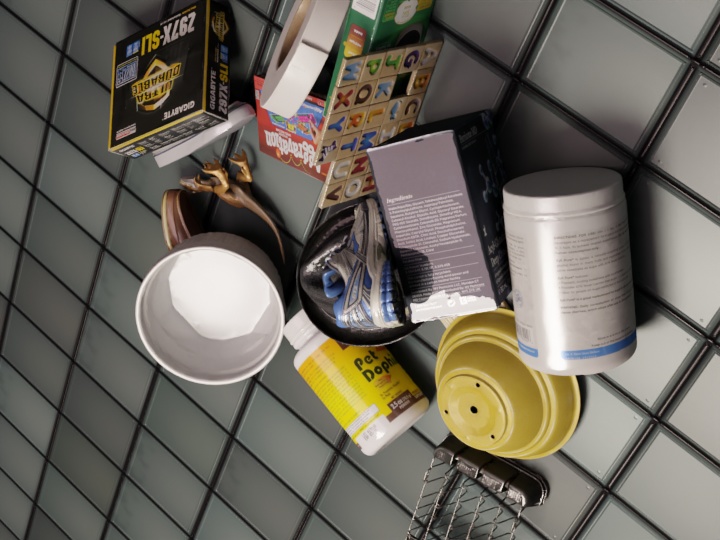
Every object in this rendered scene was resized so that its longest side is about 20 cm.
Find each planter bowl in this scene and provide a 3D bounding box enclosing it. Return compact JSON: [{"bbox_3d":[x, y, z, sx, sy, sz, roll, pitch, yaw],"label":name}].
[{"bbox_3d":[0.153,0.151,1.408,0.200,0.083,0.201,17,119,33],"label":"planter bowl"}]

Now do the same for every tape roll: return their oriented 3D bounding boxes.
[{"bbox_3d":[-0.060,-0.272,1.350,0.037,0.203,0.203,22,130,-15],"label":"tape roll"}]

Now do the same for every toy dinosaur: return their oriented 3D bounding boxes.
[{"bbox_3d":[-0.163,-0.104,1.598,0.200,0.060,0.106,31,149,31],"label":"toy dinosaur"}]

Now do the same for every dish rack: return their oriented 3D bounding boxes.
[{"bbox_3d":[0.135,0.325,1.504,0.153,0.055,0.200,27,110,29],"label":"dish rack"}]

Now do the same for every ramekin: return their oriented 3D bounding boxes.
[{"bbox_3d":[-0.195,0.044,1.595,0.200,0.105,0.201,1,111,2],"label":"ramekin"}]

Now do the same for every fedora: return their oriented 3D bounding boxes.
[{"bbox_3d":[0.000,0.000,1.430,0.200,0.092,0.201,-2,83,21],"label":"fedora"}]

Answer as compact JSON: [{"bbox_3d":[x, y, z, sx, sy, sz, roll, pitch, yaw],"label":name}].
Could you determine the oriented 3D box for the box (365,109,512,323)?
[{"bbox_3d":[0.102,-0.063,1.319,0.107,0.148,0.201,-11,102,24],"label":"box"}]

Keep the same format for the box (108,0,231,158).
[{"bbox_3d":[-0.252,-0.250,1.554,0.200,0.049,0.160,-13,68,41],"label":"box"}]

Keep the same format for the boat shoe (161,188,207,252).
[{"bbox_3d":[-0.224,-0.024,1.665,0.067,0.072,0.201,-11,105,18],"label":"boat shoe"}]

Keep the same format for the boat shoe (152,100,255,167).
[{"bbox_3d":[-0.222,-0.196,1.582,0.200,0.074,0.065,-19,100,40],"label":"boat shoe"}]

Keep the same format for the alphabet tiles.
[{"bbox_3d":[0.012,-0.164,1.348,0.008,0.167,0.200,38,128,27],"label":"alphabet tiles"}]

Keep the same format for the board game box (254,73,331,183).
[{"bbox_3d":[-0.079,-0.177,1.461,0.200,0.019,0.103,30,129,55],"label":"board game box"}]

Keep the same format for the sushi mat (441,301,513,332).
[{"bbox_3d":[0.163,0.087,1.437,0.200,0.012,0.096,54,132,7],"label":"sushi mat"}]

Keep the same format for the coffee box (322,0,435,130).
[{"bbox_3d":[0.027,-0.264,1.325,0.044,0.123,0.200,31,127,22],"label":"coffee box"}]

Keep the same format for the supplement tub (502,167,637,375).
[{"bbox_3d":[0.226,0.000,1.272,0.132,0.132,0.201,6,111,37],"label":"supplement tub"}]

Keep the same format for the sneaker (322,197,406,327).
[{"bbox_3d":[-0.005,-0.010,1.305,0.085,0.200,0.077,-14,126,7],"label":"sneaker"}]

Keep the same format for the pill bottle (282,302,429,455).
[{"bbox_3d":[-0.010,0.132,1.528,0.200,0.109,0.109,50,131,10],"label":"pill bottle"}]
